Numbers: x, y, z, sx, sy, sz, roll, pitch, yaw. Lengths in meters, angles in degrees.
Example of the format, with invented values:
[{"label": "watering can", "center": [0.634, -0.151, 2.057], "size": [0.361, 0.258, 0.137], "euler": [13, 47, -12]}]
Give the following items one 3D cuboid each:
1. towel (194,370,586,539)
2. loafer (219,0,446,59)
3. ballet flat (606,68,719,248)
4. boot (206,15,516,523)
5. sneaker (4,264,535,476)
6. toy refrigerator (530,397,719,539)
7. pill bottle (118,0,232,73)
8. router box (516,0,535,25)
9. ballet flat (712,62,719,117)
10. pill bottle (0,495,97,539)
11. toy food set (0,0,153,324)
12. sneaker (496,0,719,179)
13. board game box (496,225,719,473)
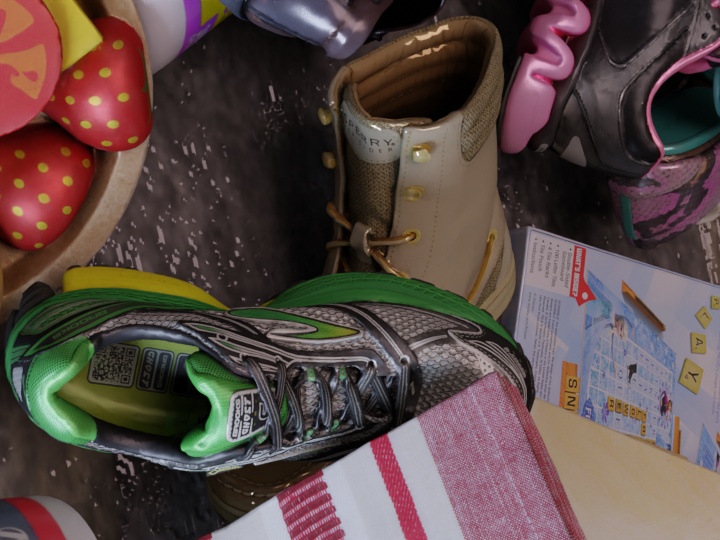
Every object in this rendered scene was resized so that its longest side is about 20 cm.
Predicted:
[{"label": "towel", "center": [-0.005, 0.143, 0.619], "size": [0.023, 0.200, 0.144], "euler": [33, 31, -57]}, {"label": "loafer", "center": [0.005, -0.117, 0.738], "size": [0.063, 0.072, 0.200], "euler": [41, 22, 9]}, {"label": "ballet flat", "center": [0.189, -0.070, 0.903], "size": [0.200, 0.069, 0.071], "euler": [-34, 135, -38]}, {"label": "boot", "center": [0.000, 0.000, 0.735], "size": [0.200, 0.073, 0.156], "euler": [-44, 147, -32]}, {"label": "sneaker", "center": [-0.031, 0.048, 0.653], "size": [0.199, 0.085, 0.078], "euler": [1, 108, -10]}, {"label": "toy refrigerator", "center": [0.124, 0.115, 0.797], "size": [0.200, 0.076, 0.070], "euler": [24, 73, -27]}, {"label": "pill bottle", "center": [-0.055, -0.175, 0.746], "size": [0.200, 0.104, 0.104], "euler": [-43, 107, -28]}, {"label": "router box", "center": [0.131, -0.207, 0.901], "size": [0.157, 0.052, 0.201], "euler": [-31, 102, -31]}, {"label": "ballet flat", "center": [0.211, -0.156, 0.852], "size": [0.069, 0.071, 0.201], "euler": [57, 37, -56]}, {"label": "pill bottle", "center": [-0.193, 0.146, 0.612], "size": [0.199, 0.119, 0.120], "euler": [-3, 86, -33]}, {"label": "toy food set", "center": [-0.175, -0.060, 0.647], "size": [0.200, 0.049, 0.198], "euler": [-38, 114, -1]}, {"label": "sneaker", "center": [0.135, -0.132, 0.806], "size": [0.095, 0.079, 0.201], "euler": [24, 87, 2]}, {"label": "board game box", "center": [0.137, 0.099, 0.876], "size": [0.199, 0.041, 0.201], "euler": [16, 76, -30]}]
